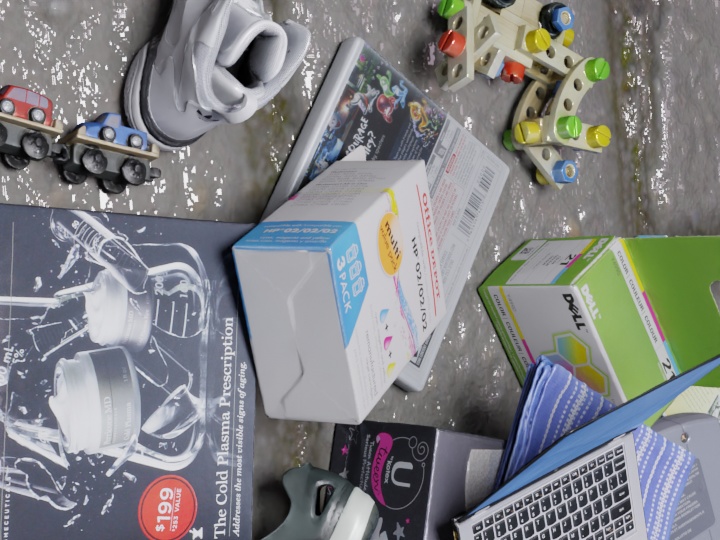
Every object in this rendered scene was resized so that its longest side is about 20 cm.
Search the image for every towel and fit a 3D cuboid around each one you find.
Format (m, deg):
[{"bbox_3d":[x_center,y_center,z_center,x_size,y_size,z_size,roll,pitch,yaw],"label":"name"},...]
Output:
[{"bbox_3d":[0.170,0.164,0.973,0.200,0.024,0.145,33,68,-36],"label":"towel"}]

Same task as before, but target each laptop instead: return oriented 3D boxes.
[{"bbox_3d":[0.166,0.164,0.883,0.187,0.116,0.201,-18,103,-39],"label":"laptop"}]

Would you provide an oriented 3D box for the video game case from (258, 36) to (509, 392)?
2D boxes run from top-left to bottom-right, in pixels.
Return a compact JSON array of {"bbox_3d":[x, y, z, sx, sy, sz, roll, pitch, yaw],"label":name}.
[{"bbox_3d":[0.016,-0.039,0.993,0.182,0.023,0.200,36,68,-34],"label":"video game case"}]

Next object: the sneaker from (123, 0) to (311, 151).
[{"bbox_3d":[-0.079,-0.174,0.855,0.075,0.115,0.200,24,74,-37],"label":"sneaker"}]

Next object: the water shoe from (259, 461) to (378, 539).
[{"bbox_3d":[-0.066,0.224,0.900,0.079,0.072,0.200,31,82,9],"label":"water shoe"}]

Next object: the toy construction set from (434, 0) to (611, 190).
[{"bbox_3d":[0.118,-0.155,1.043,0.200,0.092,0.131,26,73,-48],"label":"toy construction set"}]

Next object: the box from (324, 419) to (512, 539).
[{"bbox_3d":[0.053,0.215,0.958,0.132,0.115,0.201,14,81,-38],"label":"box"}]

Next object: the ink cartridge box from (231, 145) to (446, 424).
[{"bbox_3d":[0.000,0.000,0.864,0.200,0.068,0.115,-47,132,-57],"label":"ink cartridge box"}]

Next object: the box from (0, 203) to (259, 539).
[{"bbox_3d":[-0.162,0.067,0.789,0.182,0.104,0.201,3,87,-38],"label":"box"}]

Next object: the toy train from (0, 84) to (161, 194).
[{"bbox_3d":[-0.207,-0.087,0.803,0.200,0.034,0.046,14,68,-38],"label":"toy train"}]

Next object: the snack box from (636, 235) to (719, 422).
[{"bbox_3d":[0.278,0.079,1.199,0.116,0.037,0.200,-52,119,-26],"label":"snack box"}]

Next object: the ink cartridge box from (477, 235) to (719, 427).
[{"bbox_3d":[0.208,0.052,1.035,0.076,0.200,0.148,-40,113,-33],"label":"ink cartridge box"}]

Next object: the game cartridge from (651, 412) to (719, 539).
[{"bbox_3d":[0.232,0.205,1.137,0.200,0.040,0.134,-25,110,-25],"label":"game cartridge"}]
